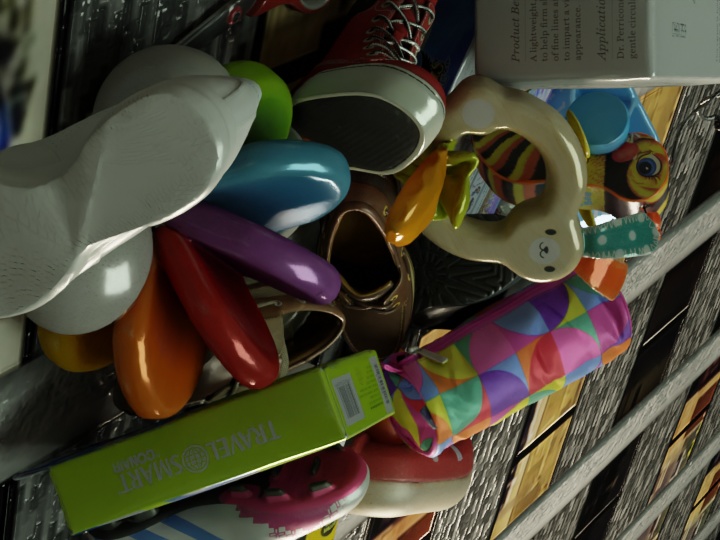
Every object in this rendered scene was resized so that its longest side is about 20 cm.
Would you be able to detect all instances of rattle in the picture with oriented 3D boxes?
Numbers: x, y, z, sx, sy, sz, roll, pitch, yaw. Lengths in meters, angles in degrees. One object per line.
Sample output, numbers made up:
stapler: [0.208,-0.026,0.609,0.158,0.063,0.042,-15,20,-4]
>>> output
rattle: [0.113,-0.022,1.046,0.130,0.200,0.143,-43,-163,9]

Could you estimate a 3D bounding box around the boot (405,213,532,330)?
boot: [0.098,0.006,1.291,0.199,0.163,0.066,6,67,-61]

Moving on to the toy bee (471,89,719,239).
toy bee: [0.178,-0.073,1.154,0.131,0.198,0.110,38,42,-49]

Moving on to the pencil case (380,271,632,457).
pencil case: [0.107,0.064,1.202,0.198,0.088,0.089,-26,143,-22]

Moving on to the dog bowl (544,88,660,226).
dog bowl: [0.200,-0.113,1.361,0.201,0.049,0.112,54,52,-39]

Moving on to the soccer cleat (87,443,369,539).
soccer cleat: [-0.080,0.165,1.051,0.070,0.198,0.087,-77,151,-56]

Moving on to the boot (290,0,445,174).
boot: [0.018,-0.129,0.962,0.145,0.072,0.200,-54,-163,-16]

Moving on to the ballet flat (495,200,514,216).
ballet flat: [0.177,-0.090,1.418,0.199,0.075,0.065,-28,133,-55]

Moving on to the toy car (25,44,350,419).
toy car: [-0.082,-0.012,0.878,0.201,0.149,0.175,-56,156,-3]

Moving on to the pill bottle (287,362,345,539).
pill bottle: [-0.071,0.169,1.150,0.114,0.114,0.202,-32,143,-47]

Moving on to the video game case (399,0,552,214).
video game case: [0.086,-0.130,1.220,0.181,0.045,0.202,7,110,-63]

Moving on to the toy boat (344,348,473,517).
toy boat: [0.015,0.123,1.288,0.200,0.129,0.133,11,84,-65]

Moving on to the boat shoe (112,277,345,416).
boat shoe: [-0.079,0.047,1.050,0.199,0.071,0.076,-31,143,-49]

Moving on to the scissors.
scissors: [-0.066,-0.160,0.925,0.199,0.014,0.074,-33,151,-43]

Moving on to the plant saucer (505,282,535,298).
plant saucer: [0.086,0.062,1.335,0.070,0.019,0.200,-26,171,-43]

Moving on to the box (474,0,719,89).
box: [0.172,-0.226,1.103,0.199,0.129,0.202,-12,103,-61]

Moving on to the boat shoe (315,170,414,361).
boat shoe: [0.000,0.000,1.135,0.201,0.071,0.068,84,6,-46]

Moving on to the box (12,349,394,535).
box: [-0.089,0.102,0.948,0.198,0.048,0.122,-20,177,15]

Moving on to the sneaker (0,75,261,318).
sneaker: [-0.130,-0.038,0.757,0.076,0.198,0.089,65,25,-13]
